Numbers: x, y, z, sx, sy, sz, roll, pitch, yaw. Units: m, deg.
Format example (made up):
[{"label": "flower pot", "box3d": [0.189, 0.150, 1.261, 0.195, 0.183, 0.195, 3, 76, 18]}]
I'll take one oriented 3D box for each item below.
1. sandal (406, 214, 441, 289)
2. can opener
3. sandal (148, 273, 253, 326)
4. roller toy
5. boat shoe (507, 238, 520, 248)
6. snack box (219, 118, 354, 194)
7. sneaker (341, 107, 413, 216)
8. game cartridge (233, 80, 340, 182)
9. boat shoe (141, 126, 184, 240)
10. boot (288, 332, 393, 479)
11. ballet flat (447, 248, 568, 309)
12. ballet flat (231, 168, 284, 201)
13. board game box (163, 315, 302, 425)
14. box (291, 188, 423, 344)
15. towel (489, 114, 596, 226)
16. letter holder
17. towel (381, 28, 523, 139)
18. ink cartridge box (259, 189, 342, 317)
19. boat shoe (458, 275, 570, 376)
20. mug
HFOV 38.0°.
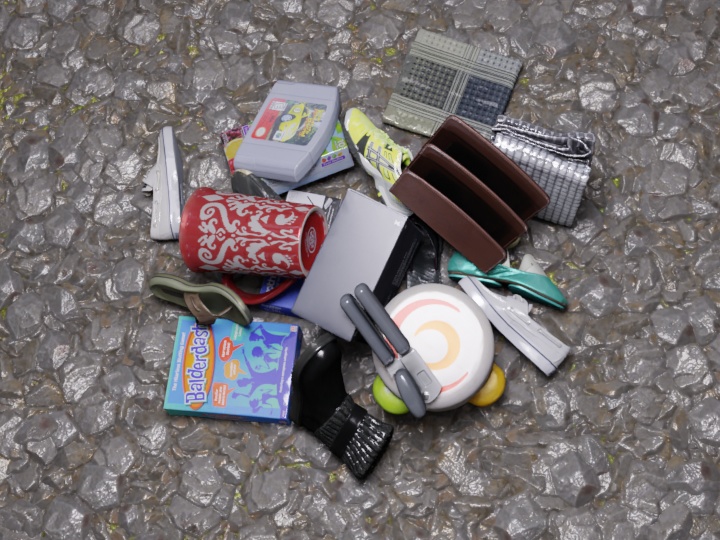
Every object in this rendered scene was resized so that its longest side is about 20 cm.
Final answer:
[{"label": "sandal", "box3d": [0.099, -0.030, 1.681, 0.074, 0.048, 0.203, -9, 68, 1]}, {"label": "can opener", "box3d": [0.044, 0.110, 1.463, 0.052, 0.067, 0.201, -34, 96, 11]}, {"label": "sandal", "box3d": [-0.251, 0.057, 1.629, 0.198, 0.080, 0.058, 11, 55, 28]}, {"label": "roller toy", "box3d": [0.114, 0.118, 1.575, 0.197, 0.140, 0.186, -7, 79, 6]}, {"label": "boat shoe", "box3d": [0.170, -0.101, 1.680, 0.198, 0.063, 0.074, 26, 51, 9]}, {"label": "snack box", "box3d": [-0.125, -0.202, 1.746, 0.197, 0.053, 0.143, -20, 52, -2]}, {"label": "sneaker", "box3d": [0.044, -0.184, 1.681, 0.076, 0.075, 0.201, -40, 78, 35]}, {"label": "game cartridge", "box3d": [-0.111, -0.232, 1.710, 0.131, 0.041, 0.202, 12, 56, 17]}, {"label": "boat shoe", "box3d": [-0.336, -0.146, 1.760, 0.069, 0.071, 0.203, -7, 75, 0]}, {"label": "boot", "box3d": [-0.022, 0.199, 1.532, 0.157, 0.213, 0.079, 37, 55, 22]}, {"label": "ballet flat", "box3d": [0.236, 0.002, 1.643, 0.197, 0.067, 0.071, 16, 83, 13]}, {"label": "ballet flat", "box3d": [-0.129, -0.087, 1.664, 0.200, 0.067, 0.057, 44, 41, 4]}, {"label": "board game box", "box3d": [-0.199, 0.156, 1.642, 0.197, 0.045, 0.154, 3, 70, 8]}, {"label": "box", "box3d": [0.000, 0.000, 1.582, 0.103, 0.182, 0.202, 25, 88, 12]}, {"label": "towel", "box3d": [0.277, -0.159, 1.632, 0.164, 0.200, 0.086, 21, 71, 12]}, {"label": "letter holder", "box3d": [0.166, -0.115, 1.567, 0.199, 0.142, 0.101, 40, 63, -3]}, {"label": "towel", "box3d": [0.156, -0.306, 1.794, 0.197, 0.035, 0.195, 21, 76, 10]}, {"label": "ink cartridge box", "box3d": [-0.095, -0.026, 1.700, 0.093, 0.044, 0.203, 10, 71, 11]}, {"label": "boat shoe", "box3d": [0.238, 0.072, 1.610, 0.200, 0.074, 0.065, 44, 91, 2]}, {"label": "mug", "box3d": [-0.151, -0.041, 1.602, 0.197, 0.178, 0.135, 6, 59, 23]}]
